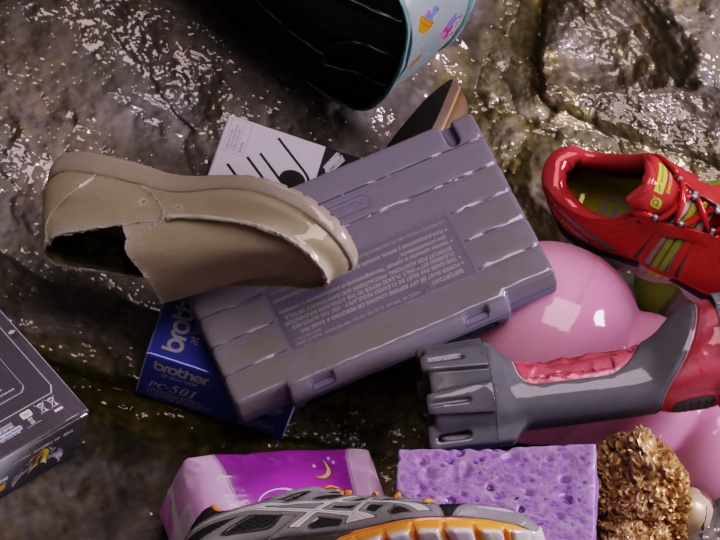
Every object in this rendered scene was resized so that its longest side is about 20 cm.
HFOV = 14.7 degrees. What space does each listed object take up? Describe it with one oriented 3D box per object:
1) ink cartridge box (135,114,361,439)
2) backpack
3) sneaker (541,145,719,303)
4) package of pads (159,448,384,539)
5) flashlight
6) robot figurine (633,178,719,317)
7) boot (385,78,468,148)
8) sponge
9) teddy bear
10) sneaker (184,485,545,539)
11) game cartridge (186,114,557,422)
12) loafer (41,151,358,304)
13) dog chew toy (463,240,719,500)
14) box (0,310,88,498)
[{"bbox_3d":[-0.064,0.002,1.688,0.094,0.044,0.200,18,50,-3],"label":"ink cartridge box"},{"bbox_3d":[-0.014,-0.212,1.787,0.153,0.176,0.200,-33,73,-31],"label":"backpack"},{"bbox_3d":[0.190,-0.028,1.630,0.200,0.085,0.077,13,67,33],"label":"sneaker"},{"bbox_3d":[-0.029,0.195,1.530,0.120,0.076,0.200,-2,54,-23],"label":"package of pads"},{"bbox_3d":[0.132,0.054,1.574,0.200,0.068,0.068,-6,19,-4],"label":"flashlight"},{"bbox_3d":[0.252,0.026,1.722,0.200,0.116,0.175,45,18,10],"label":"robot figurine"},{"bbox_3d":[0.040,-0.031,1.743,0.075,0.074,0.200,29,55,-15],"label":"boot"},{"bbox_3d":[0.070,0.180,1.486,0.111,0.030,0.200,0,50,7],"label":"sponge"},{"bbox_3d":[0.158,0.189,1.554,0.067,0.145,0.200,0,48,19],"label":"teddy bear"},{"bbox_3d":[-0.003,0.145,1.461,0.200,0.078,0.077,-4,36,0],"label":"sneaker"},{"bbox_3d":[0.000,0.000,1.618,0.200,0.038,0.130,-22,63,-5],"label":"game cartridge"},{"bbox_3d":[-0.096,-0.014,1.585,0.200,0.076,0.068,10,62,25],"label":"loafer"},{"bbox_3d":[0.150,0.070,1.665,0.200,0.125,0.125,33,50,-3],"label":"dog chew toy"},{"bbox_3d":[-0.278,0.080,1.551,0.200,0.048,0.158,-31,67,-35],"label":"box"}]
